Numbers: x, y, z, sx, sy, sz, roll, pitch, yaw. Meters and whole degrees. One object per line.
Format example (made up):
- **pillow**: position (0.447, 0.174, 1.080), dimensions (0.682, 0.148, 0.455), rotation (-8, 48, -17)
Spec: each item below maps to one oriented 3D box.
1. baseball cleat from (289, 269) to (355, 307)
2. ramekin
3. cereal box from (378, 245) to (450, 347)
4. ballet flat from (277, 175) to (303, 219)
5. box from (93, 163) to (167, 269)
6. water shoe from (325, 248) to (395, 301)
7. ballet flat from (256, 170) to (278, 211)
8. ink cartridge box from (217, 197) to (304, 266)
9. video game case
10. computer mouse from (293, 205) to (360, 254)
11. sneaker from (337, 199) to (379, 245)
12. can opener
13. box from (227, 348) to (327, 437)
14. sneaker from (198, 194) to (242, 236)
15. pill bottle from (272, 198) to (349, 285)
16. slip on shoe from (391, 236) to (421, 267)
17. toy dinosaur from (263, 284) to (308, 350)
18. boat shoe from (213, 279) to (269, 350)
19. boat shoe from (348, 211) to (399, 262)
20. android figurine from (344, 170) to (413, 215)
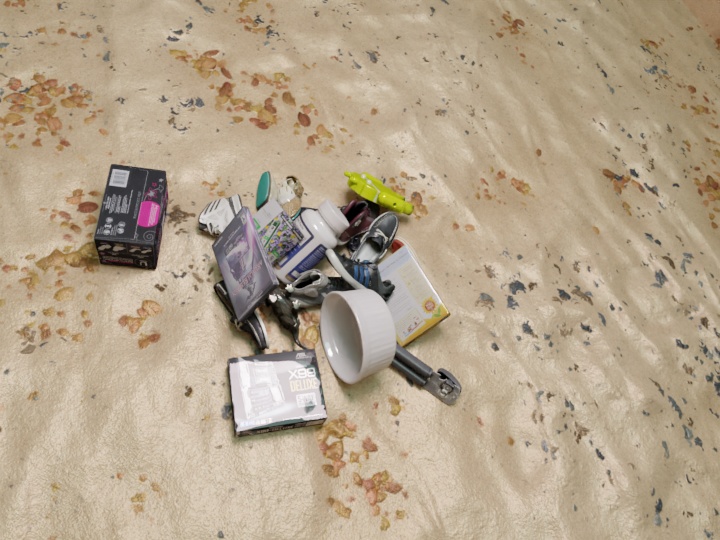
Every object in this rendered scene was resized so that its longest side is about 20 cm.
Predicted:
- **baseball cleat**: position (-0.073, 0.039, 1.428), dimensions (0.196, 0.107, 0.071), rotation (-12, 61, -26)
- **ramekin**: position (-0.004, 0.139, 1.347), dimensions (0.096, 0.201, 0.204), rotation (-10, 64, -30)
- **cereal box**: position (0.106, 0.062, 1.470), dimensions (0.143, 0.039, 0.202), rotation (-34, 71, 9)
- **ballet flat**: position (-0.180, -0.183, 1.499), dimensions (0.069, 0.066, 0.201), rotation (-20, 25, 6)
- **box**: position (-0.517, -0.121, 1.385), dimensions (0.129, 0.115, 0.204), rotation (5, 59, -12)
- **water shoe**: position (0.000, 0.000, 1.415), dimensions (0.079, 0.072, 0.200), rotation (-46, 120, 1)
- **ballet flat**: position (-0.229, -0.153, 1.530), dimensions (0.062, 0.067, 0.204), rotation (22, 57, -36)
- **ink cartridge box**: position (-0.233, -0.055, 1.359), dimensions (0.199, 0.050, 0.109), rotation (-41, 58, -2)
- **video game case**: position (-0.253, -0.014, 1.314), dimensions (0.019, 0.143, 0.203), rotation (5, 52, -47)
- **computer mouse**: position (-0.100, -0.105, 1.542), dimensions (0.196, 0.053, 0.141), rotation (4, 58, -29)
- **sneaker**: position (0.005, -0.143, 1.516), dimensions (0.076, 0.116, 0.200), rotation (43, 48, 4)
- **can opener**: position (0.149, 0.237, 1.430), dimensions (0.198, 0.054, 0.067), rotation (35, 25, 5)
- **box**: position (-0.181, 0.260, 1.308), dimensions (0.195, 0.050, 0.161), rotation (-3, 62, -18)
- **sneaker**: position (-0.325, -0.083, 1.458), dimensions (0.113, 0.076, 0.204), rotation (-13, 62, -9)
- **pill bottle**: position (-0.124, -0.069, 1.417), dimensions (0.199, 0.111, 0.112), rotation (-41, 74, 11)
- **slip on shoe**: position (0.117, 0.006, 1.530), dimensions (0.060, 0.074, 0.204), rotation (-13, 71, -19)
- **toy dinosaur**: position (-0.171, 0.090, 1.386), dimensions (0.200, 0.102, 0.077), rotation (47, 69, -3)
- **boat shoe**: position (-0.266, 0.099, 1.361), dimensions (0.059, 0.074, 0.202), rotation (-22, 67, -26)
- **boat shoe**: position (0.037, -0.064, 1.511), dimensions (0.075, 0.060, 0.202), rotation (35, 80, -9)
- **android figurine**: position (0.044, -0.206, 1.585), dimensions (0.197, 0.042, 0.183), rotation (23, 17, -27)
